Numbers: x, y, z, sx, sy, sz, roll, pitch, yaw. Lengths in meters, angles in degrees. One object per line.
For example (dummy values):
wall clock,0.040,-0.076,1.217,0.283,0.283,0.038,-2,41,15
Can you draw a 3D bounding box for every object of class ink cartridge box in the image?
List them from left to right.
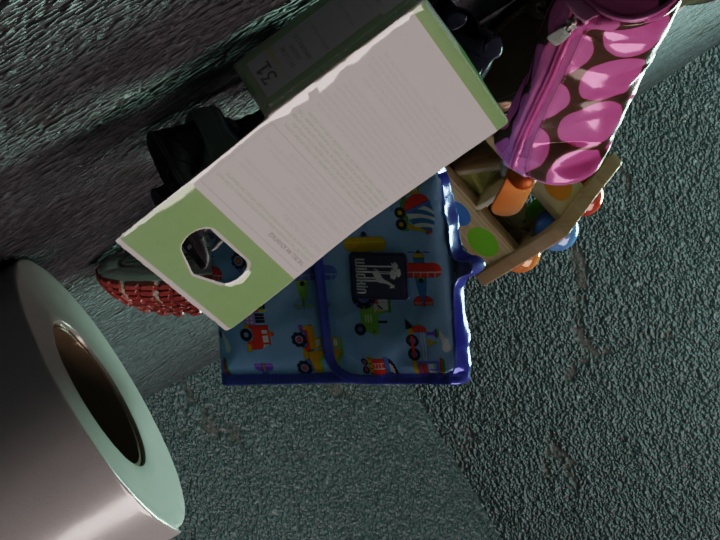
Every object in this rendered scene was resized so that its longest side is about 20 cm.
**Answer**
ink cartridge box,-0.030,-0.065,1.088,0.200,0.048,0.146,-35,150,6

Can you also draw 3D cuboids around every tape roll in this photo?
tape roll,-0.223,0.113,1.306,0.139,0.203,0.203,-30,177,4

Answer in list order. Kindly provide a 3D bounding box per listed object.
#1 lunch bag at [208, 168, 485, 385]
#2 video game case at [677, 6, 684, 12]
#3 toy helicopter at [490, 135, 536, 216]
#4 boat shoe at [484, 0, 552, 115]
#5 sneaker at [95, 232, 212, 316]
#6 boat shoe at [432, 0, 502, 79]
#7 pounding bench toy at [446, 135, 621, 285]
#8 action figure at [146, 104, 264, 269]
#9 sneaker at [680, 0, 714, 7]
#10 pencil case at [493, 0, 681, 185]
lunch bag,0.000,0.000,1.397,0.199,0.152,0.094,0,-171,35
video game case,0.304,-0.269,1.696,0.182,0.024,0.200,-44,-179,-13
toy helicopter,0.118,-0.126,1.615,0.078,0.133,0.200,-7,165,4
boat shoe,0.149,-0.188,1.466,0.200,0.072,0.068,-41,172,4
sneaker,-0.104,-0.021,1.540,0.199,0.083,0.078,-14,159,2
boat shoe,0.046,-0.128,1.320,0.093,0.074,0.200,-56,-167,5
pounding bench toy,0.115,-0.072,1.875,0.200,0.156,0.124,-33,-168,49
action figure,-0.031,-0.089,1.185,0.200,0.069,0.130,-35,168,-20
sneaker,0.266,-0.243,1.368,0.090,0.067,0.200,0,150,-47
pencil case,0.148,-0.138,1.384,0.094,0.091,0.200,-48,165,-33
